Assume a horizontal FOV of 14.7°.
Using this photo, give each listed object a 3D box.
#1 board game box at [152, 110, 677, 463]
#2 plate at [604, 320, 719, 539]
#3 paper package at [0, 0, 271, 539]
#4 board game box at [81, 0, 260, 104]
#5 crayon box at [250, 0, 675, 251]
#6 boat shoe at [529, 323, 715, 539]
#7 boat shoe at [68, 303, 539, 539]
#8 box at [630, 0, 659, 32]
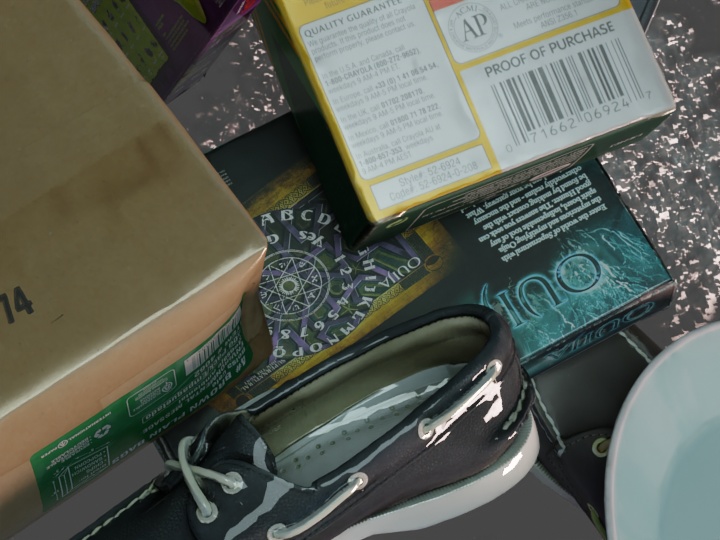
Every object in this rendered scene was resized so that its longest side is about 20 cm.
[{"bbox_3d":[0.000,0.000,1.050,0.200,0.028,0.135,-27,71,-11],"label":"board game box"},{"bbox_3d":[0.165,0.113,1.033,0.200,0.026,0.201,16,59,-28],"label":"plate"},{"bbox_3d":[-0.160,-0.001,0.966,0.200,0.103,0.191,-34,73,-14],"label":"paper package"},{"bbox_3d":[-0.082,-0.131,0.987,0.032,0.200,0.120,-40,92,-16],"label":"board game box"},{"bbox_3d":[0.018,-0.123,1.035,0.126,0.052,0.200,-21,83,-14],"label":"crayon box"},{"bbox_3d":[0.117,0.081,1.069,0.072,0.061,0.201,-35,90,-15],"label":"boat shoe"},{"bbox_3d":[-0.033,0.072,0.960,0.200,0.076,0.060,-28,131,-18],"label":"boat shoe"},{"bbox_3d":[0.044,-0.191,1.105,0.200,0.044,0.160,26,76,-7],"label":"box"}]
